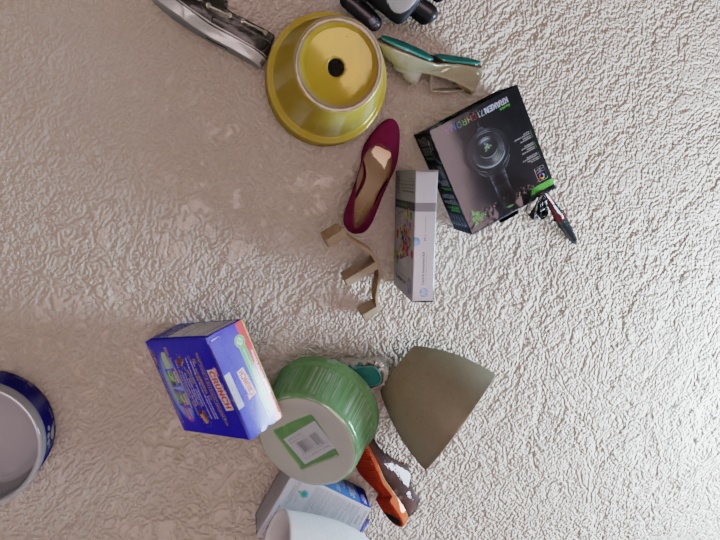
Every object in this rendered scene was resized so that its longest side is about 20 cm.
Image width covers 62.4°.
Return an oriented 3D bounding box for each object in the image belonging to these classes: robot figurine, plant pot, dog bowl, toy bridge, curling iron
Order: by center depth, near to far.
[{"bbox_3d":[-0.047,-0.297,0.906,0.196,0.189,0.205,-2,99,-9],"label":"plant pot"},{"bbox_3d":[0.048,-0.474,0.932,0.198,0.125,0.152,32,62,-14],"label":"robot figurine"},{"bbox_3d":[-0.599,0.267,0.946,0.196,0.079,0.205,-2,98,-10],"label":"dog bowl"},{"bbox_3d":[0.000,0.000,1.004,0.066,0.027,0.202,-30,129,-5],"label":"toy bridge"},{"bbox_3d":[0.342,-0.089,1.048,0.050,0.026,0.199,-49,141,14],"label":"curling iron"}]

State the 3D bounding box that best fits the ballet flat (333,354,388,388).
[{"bbox_3d":[-0.039,0.182,1.039,0.196,0.072,0.073,-9,102,20],"label":"ballet flat"}]

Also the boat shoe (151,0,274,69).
[{"bbox_3d":[-0.229,-0.392,0.922,0.197,0.071,0.065,26,94,-21],"label":"boat shoe"}]

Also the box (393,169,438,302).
[{"bbox_3d":[0.089,-0.063,0.985,0.040,0.156,0.205,-2,100,-8],"label":"box"}]

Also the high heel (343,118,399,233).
[{"bbox_3d":[0.025,-0.157,0.987,0.066,0.096,0.204,17,95,-8],"label":"high heel"}]

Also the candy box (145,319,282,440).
[{"bbox_3d":[-0.235,0.169,0.939,0.077,0.198,0.172,-30,106,-42],"label":"candy box"}]

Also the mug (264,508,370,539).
[{"bbox_3d":[-0.073,0.501,0.985,0.172,0.149,0.201,18,127,-20],"label":"mug"}]

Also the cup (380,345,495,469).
[{"bbox_3d":[0.118,0.216,1.033,0.142,0.200,0.202,37,91,13],"label":"cup"}]

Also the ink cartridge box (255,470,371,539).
[{"bbox_3d":[-0.073,0.442,1.073,0.198,0.076,0.138,31,94,-12],"label":"ink cartridge box"}]

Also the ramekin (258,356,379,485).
[{"bbox_3d":[-0.074,0.256,0.990,0.196,0.098,0.204,7,115,14],"label":"ramekin"}]

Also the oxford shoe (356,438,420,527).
[{"bbox_3d":[0.045,0.367,1.100,0.072,0.071,0.203,-32,102,-33],"label":"oxford shoe"}]

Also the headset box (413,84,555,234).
[{"bbox_3d":[0.215,-0.181,1.022,0.172,0.093,0.203,-27,103,-5],"label":"headset box"}]

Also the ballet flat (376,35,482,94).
[{"bbox_3d":[0.113,-0.334,0.991,0.196,0.069,0.071,7,98,-19],"label":"ballet flat"}]
